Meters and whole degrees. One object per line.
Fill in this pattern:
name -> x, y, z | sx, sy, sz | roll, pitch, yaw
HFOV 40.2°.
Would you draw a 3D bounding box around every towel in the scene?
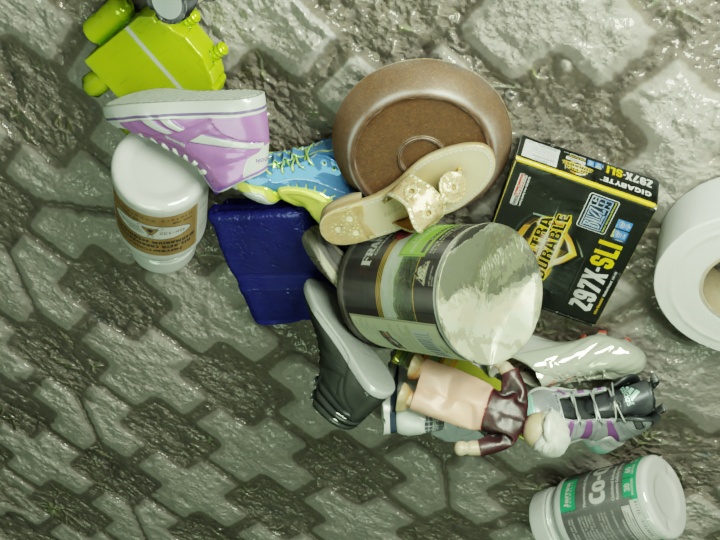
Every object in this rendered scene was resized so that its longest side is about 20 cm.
towel -> -0.102, -0.013, 1.276 | 0.145, 0.050, 0.202 | -2, 133, 20
towel -> 0.131, 0.142, 1.204 | 0.198, 0.086, 0.018 | 31, 118, 5

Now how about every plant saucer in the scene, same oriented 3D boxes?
plant saucer -> 0.066, -0.130, 1.056 | 0.196, 0.035, 0.203 | 1, 130, 1

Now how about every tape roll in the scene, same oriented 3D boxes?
tape roll -> 0.414, -0.002, 1.039 | 0.199, 0.071, 0.205 | 12, 136, 12

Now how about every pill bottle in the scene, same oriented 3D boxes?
pill bottle -> 0.340, 0.334, 1.369 | 0.198, 0.114, 0.113 | -28, 118, 39
pill bottle -> -0.243, -0.078, 1.202 | 0.113, 0.116, 0.201 | 23, 153, 1

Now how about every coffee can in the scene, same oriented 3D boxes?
coffee can -> 0.085, 0.022, 1.099 | 0.147, 0.147, 0.199 | 48, 158, -24

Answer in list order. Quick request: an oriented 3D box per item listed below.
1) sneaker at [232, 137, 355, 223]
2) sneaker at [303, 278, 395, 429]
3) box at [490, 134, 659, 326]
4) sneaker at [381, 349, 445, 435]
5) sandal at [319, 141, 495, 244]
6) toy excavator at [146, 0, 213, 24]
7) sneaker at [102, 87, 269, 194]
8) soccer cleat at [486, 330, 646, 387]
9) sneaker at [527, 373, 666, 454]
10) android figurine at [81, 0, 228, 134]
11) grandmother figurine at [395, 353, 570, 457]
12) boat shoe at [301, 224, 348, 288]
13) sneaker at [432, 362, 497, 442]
sneaker -> -0.067, -0.123, 1.141 | 0.197, 0.076, 0.106 | 21, 126, -7
sneaker -> -0.038, 0.105, 1.196 | 0.070, 0.201, 0.100 | 8, 128, -43
box -> 0.224, -0.040, 1.103 | 0.157, 0.050, 0.202 | 18, 137, 4
sneaker -> 0.074, 0.143, 1.243 | 0.079, 0.201, 0.078 | -1, 118, 9
sandal -> 0.051, -0.061, 1.048 | 0.209, 0.070, 0.078 | -20, 128, 19
toy excavator -> -0.218, -0.344, 0.979 | 0.193, 0.100, 0.201 | -32, 102, 40
sneaker -> -0.193, -0.139, 1.087 | 0.197, 0.073, 0.116 | 6, 116, 22
soccer cleat -> 0.252, 0.117, 1.221 | 0.196, 0.078, 0.070 | 5, 135, 18
sneaker -> 0.293, 0.158, 1.178 | 0.198, 0.079, 0.139 | 13, 142, -43
android figurine -> -0.232, -0.229, 1.122 | 0.198, 0.041, 0.182 | -24, 119, 39
grandmother figurine -> 0.145, 0.156, 1.120 | 0.197, 0.123, 0.061 | 21, 180, 13
boat shoe -> 0.000, 0.000, 1.218 | 0.074, 0.073, 0.200 | 43, 177, 47
sneaker -> 0.132, 0.169, 1.326 | 0.113, 0.076, 0.202 | -1, 131, 25
